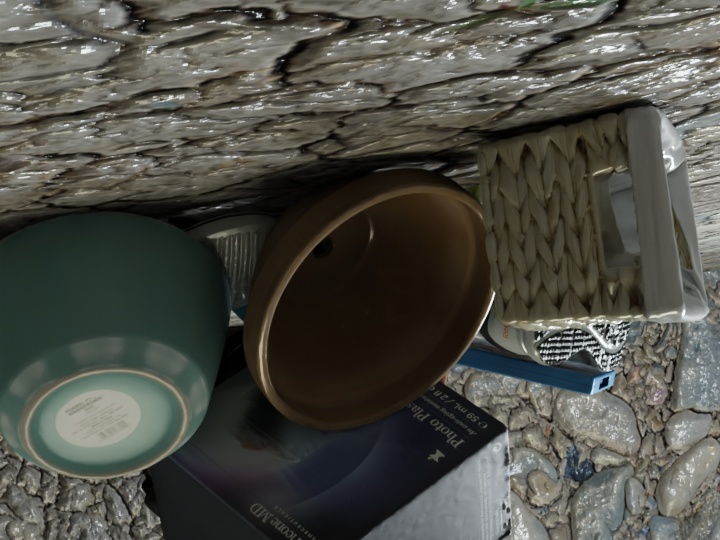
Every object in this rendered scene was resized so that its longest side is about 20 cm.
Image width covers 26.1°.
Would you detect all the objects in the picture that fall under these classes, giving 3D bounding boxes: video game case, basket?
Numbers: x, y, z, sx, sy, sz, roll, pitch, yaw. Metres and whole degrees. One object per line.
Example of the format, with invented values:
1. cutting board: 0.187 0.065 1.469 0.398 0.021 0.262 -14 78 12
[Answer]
1. video game case: 0.146 0.082 1.366 0.142 0.018 0.200 12 -179 14
2. basket: 0.160 -0.026 1.053 0.122 0.137 0.200 -8 176 17

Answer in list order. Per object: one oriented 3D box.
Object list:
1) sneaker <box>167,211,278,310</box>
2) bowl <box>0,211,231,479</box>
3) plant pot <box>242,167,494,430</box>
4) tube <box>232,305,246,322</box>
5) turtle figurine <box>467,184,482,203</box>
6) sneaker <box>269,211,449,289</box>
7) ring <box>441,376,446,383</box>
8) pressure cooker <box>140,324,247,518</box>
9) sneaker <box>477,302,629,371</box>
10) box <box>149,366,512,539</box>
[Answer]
1. sneaker: -0.143 -0.002 1.147 0.199 0.080 0.079 -26 129 11
2. bowl: -0.179 0.068 1.074 0.199 0.106 0.202 -9 136 -9
3. plant pot: -0.006 0.006 1.093 0.199 0.202 0.093 -6 -146 -35
4. tube: -0.054 0.047 1.273 0.050 0.078 0.200 -28 133 17
5. turtle figurine: 0.120 -0.036 1.273 0.160 0.065 0.199 -12 175 32
6. sneaker: 0.014 -0.027 1.221 0.198 0.077 0.115 0 -176 21
7. ring: 0.000 0.142 1.461 0.200 0.019 0.201 -39 -162 15
8. pressure cooker: -0.115 0.139 1.407 0.175 0.181 0.199 -10 -179 -32
9. sneaker: 0.167 0.041 1.315 0.079 0.074 0.199 12 180 35
10. box: -0.023 0.160 1.164 0.198 0.124 0.199 -33 -135 -29
